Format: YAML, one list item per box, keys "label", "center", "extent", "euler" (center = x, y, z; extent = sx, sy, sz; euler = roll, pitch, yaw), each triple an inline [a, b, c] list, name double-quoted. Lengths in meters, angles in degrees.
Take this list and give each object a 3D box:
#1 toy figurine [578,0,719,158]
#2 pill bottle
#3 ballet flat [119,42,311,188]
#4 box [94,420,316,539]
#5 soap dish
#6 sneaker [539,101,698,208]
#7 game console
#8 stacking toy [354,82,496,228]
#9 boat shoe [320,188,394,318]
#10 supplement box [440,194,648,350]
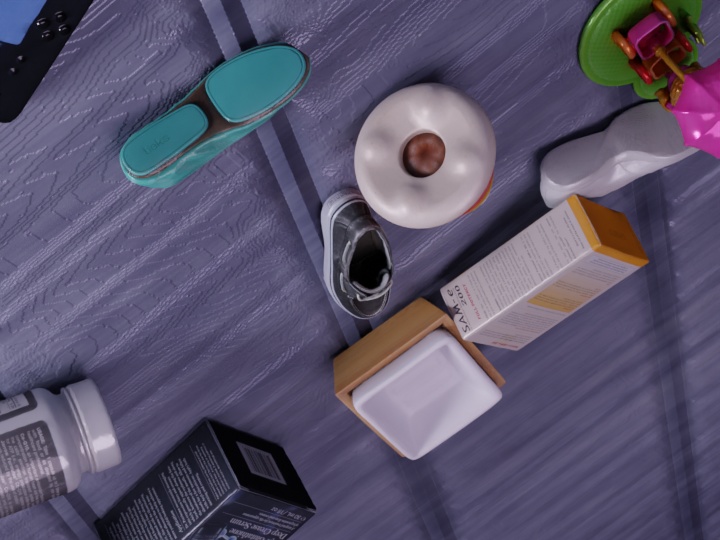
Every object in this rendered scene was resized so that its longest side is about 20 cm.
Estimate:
- label: "toy figurine"
  center: [0.343, -0.184, 1.719]
  extent: [0.150, 0.184, 0.200]
  euler: [-37, 144, 7]
- label: "pill bottle"
  center: [-0.353, 0.188, 1.699]
  extent: [0.199, 0.113, 0.113]
  euler: [-19, 142, -16]
- label: "ballet flat"
  center: [-0.132, -0.142, 1.537]
  extent: [0.200, 0.067, 0.070]
  euler: [-33, 168, 1]
- label: "box"
  center: [-0.181, 0.290, 1.945]
  extent: [0.200, 0.107, 0.148]
  euler: [-44, 143, 16]
- label: "soap dish"
  center: [0.067, 0.127, 1.959]
  extent: [0.157, 0.081, 0.200]
  euler: [-36, 143, 5]
- label: "sneaker"
  center: [0.291, -0.124, 1.859]
  extent: [0.199, 0.075, 0.089]
  euler: [-19, 153, -6]
- label: "game console"
  center: [-0.328, -0.201, 1.343]
  extent: [0.200, 0.031, 0.177]
  euler: [11, 126, -42]
- label: "stacking toy"
  center: [0.091, -0.097, 1.706]
  extent: [0.146, 0.146, 0.200]
  euler: [-39, 158, 10]
- label: "boat shoe"
  center: [0.000, 0.000, 1.774]
  extent: [0.072, 0.071, 0.200]
  euler: [-27, 144, -7]
- label: "supplement box"
  center: [0.208, 0.005, 1.889]
  extent: [0.200, 0.074, 0.126]
  euler: [-36, 153, 24]
